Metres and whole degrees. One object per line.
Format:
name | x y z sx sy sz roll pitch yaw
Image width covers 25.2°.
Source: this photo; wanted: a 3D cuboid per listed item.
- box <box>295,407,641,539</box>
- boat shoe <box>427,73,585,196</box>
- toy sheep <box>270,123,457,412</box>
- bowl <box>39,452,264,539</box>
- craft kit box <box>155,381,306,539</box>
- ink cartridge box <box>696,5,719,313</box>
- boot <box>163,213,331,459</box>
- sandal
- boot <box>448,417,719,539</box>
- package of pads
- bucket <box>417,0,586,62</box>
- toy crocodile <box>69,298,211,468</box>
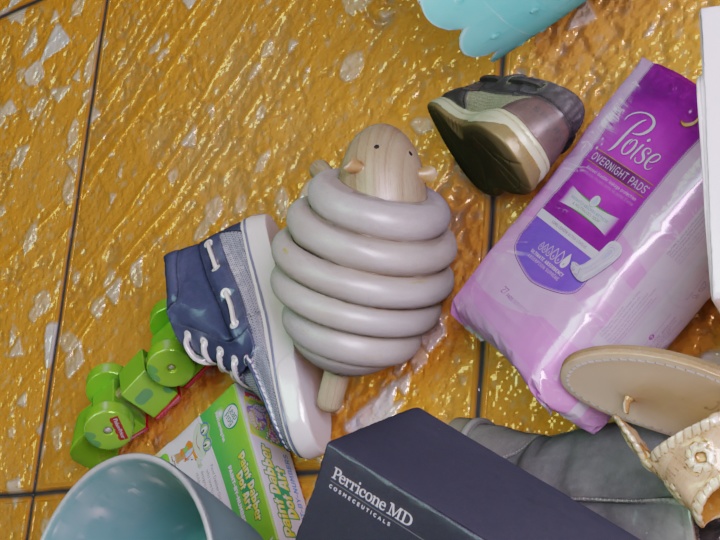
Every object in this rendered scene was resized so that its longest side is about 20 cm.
box | 0.056 0.207 0.878 0.199 0.104 0.183 30 112 24
boat shoe | 0.095 -0.092 1.029 0.066 0.072 0.201 -34 11 -3
toy sheep | 0.000 0.000 1.080 0.138 0.137 0.201 29 117 48
bowl | -0.126 0.230 1.071 0.200 0.105 0.202 -20 61 40
craft kit box | -0.116 0.219 1.173 0.197 0.048 0.201 -43 48 29
ink cartridge box | 0.269 -0.042 0.750 0.199 0.147 0.147 -6 70 21
boot | -0.083 0.058 1.158 0.090 0.073 0.201 -21 54 9
sandal | 0.192 0.099 0.817 0.211 0.078 0.070 14 59 20
boot | 0.123 0.165 0.937 0.199 0.072 0.183 2 78 39
package of pads | 0.152 -0.015 0.937 0.200 0.076 0.121 -51 36 5
bucket | 0.097 -0.248 1.024 0.134 0.207 0.208 -27 56 27
toy crocodile | -0.162 0.085 1.263 0.200 0.062 0.068 -44 28 18
